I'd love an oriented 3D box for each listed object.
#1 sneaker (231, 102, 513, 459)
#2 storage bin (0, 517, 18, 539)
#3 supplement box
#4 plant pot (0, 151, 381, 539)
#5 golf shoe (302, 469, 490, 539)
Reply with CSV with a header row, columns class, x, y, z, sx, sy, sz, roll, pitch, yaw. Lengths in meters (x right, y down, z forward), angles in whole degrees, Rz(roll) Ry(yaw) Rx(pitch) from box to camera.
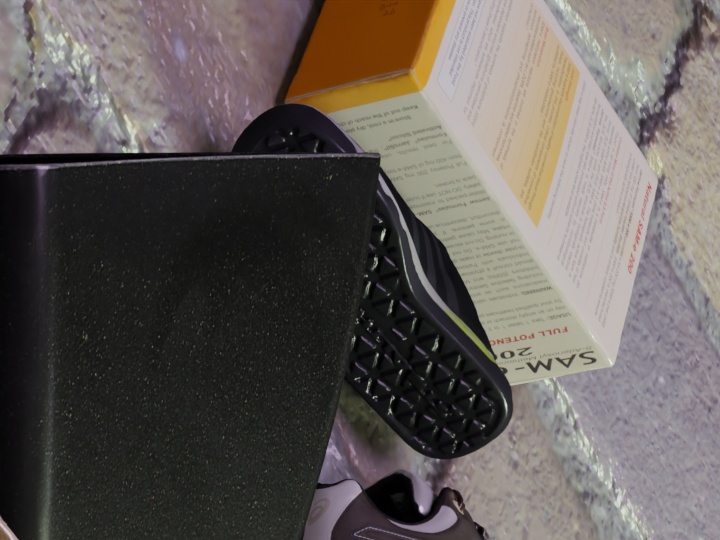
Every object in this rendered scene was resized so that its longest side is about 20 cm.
class,x,y,z,sx,sy,sz,roll,pitch,yaw
sneaker,0.000,0.000,1.301,0.200,0.072,0.083,58,13,-31
storage bin,-0.200,0.147,0.776,0.094,0.200,0.199,57,37,-26
supplement box,0.056,-0.058,1.381,0.200,0.073,0.126,54,38,-34
plant pot,-0.124,0.051,0.958,0.200,0.199,0.178,-7,98,-59
golf shoe,0.041,0.133,1.291,0.200,0.078,0.095,14,66,-58
